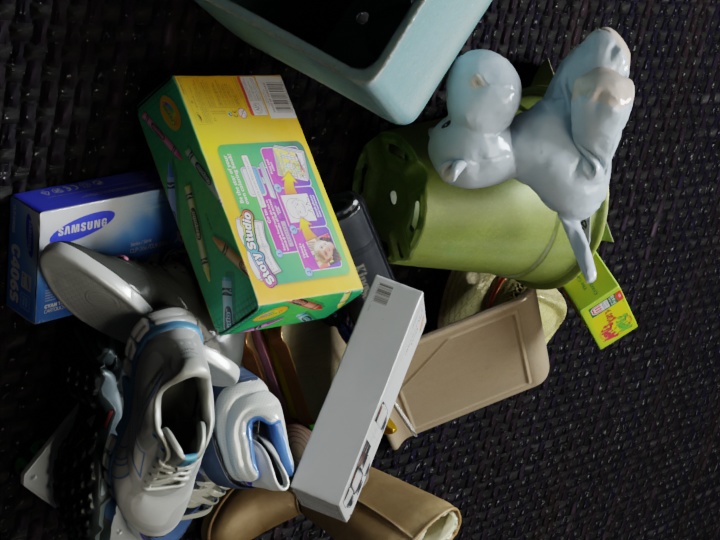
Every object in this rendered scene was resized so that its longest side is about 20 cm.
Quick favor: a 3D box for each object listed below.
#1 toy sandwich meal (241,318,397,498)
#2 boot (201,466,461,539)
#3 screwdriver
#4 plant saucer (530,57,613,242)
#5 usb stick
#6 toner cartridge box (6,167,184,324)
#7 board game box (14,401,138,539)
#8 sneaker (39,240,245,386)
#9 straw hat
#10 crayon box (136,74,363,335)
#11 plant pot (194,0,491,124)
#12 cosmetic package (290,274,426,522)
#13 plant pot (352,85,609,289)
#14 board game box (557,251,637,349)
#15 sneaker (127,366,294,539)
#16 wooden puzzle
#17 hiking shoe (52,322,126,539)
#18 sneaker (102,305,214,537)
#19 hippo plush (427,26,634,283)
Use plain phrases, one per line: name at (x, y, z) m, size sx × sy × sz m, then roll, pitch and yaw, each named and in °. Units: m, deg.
toy sandwich meal at (-0.039, 0.115, 1.346) m, size 0.205 × 0.070 × 0.207 m, roll 35°, pitch 44°, yaw -41°
boot at (-0.032, 0.242, 1.390) m, size 0.175 × 0.199 × 0.066 m, roll -44°, pitch 139°, yaw -22°
screwdriver at (-0.002, 0.079, 1.342) m, size 0.029 × 0.028 × 0.201 m, roll -38°, pitch 109°, yaw -29°
plant saucer at (0.213, -0.119, 1.497) m, size 0.031 × 0.201 × 0.200 m, roll -20°, pitch 139°, yaw 9°
usb stick at (0.000, 0.000, 1.325) m, size 0.055 × 0.033 × 0.201 m, roll -28°, pitch 142°, yaw -4°
toner cartridge box at (-0.188, -0.027, 1.174) m, size 0.199 × 0.043 × 0.096 m, roll -16°, pitch 123°, yaw -43°
board game box at (-0.189, 0.143, 1.292) m, size 0.200 × 0.026 × 0.200 m, roll -52°, pitch 141°, yaw -12°
sneaker at (-0.162, 0.005, 1.144) m, size 0.200 × 0.070 × 0.100 m, roll 36°, pitch 57°, yaw -36°
straw hat at (0.181, 0.041, 1.608) m, size 0.200 × 0.085 × 0.202 m, roll -28°, pitch 132°, yaw -36°
crayon box at (-0.088, -0.056, 1.159) m, size 0.118 × 0.201 × 0.058 m, roll -8°, pitch 162°, yaw -46°
plant pot at (0.008, -0.229, 1.163) m, size 0.197 × 0.195 × 0.200 m, roll -57°, pitch 158°, yaw -5°
cosmetic package at (0.002, 0.113, 1.275) m, size 0.083 × 0.050 × 0.201 m, roll 81°, pitch 29°, yaw -71°
plant pot at (0.100, -0.072, 1.384) m, size 0.189 × 0.200 × 0.202 m, roll -6°, pitch 118°, yaw -34°
board game box at (0.206, -0.026, 1.494) m, size 0.047 × 0.201 × 0.102 m, roll -32°, pitch 148°, yaw 4°
sneaker at (-0.125, 0.177, 1.244) m, size 0.080 × 0.146 × 0.202 m, roll -5°, pitch 116°, yaw -47°
wooden puzzle at (0.103, 0.100, 1.533) m, size 0.199 × 0.037 × 0.185 m, roll -26°, pitch 147°, yaw -3°
hiking shoe at (-0.197, 0.138, 1.193) m, size 0.086 × 0.074 × 0.202 m, roll -3°, pitch 109°, yaw -39°
sneaker at (-0.148, 0.133, 1.106) m, size 0.074 × 0.087 × 0.201 m, roll -7°, pitch 124°, yaw -24°
hippo plush at (0.140, -0.122, 1.271) m, size 0.160 × 0.159 × 0.201 m, roll -83°, pitch -179°, yaw -63°
